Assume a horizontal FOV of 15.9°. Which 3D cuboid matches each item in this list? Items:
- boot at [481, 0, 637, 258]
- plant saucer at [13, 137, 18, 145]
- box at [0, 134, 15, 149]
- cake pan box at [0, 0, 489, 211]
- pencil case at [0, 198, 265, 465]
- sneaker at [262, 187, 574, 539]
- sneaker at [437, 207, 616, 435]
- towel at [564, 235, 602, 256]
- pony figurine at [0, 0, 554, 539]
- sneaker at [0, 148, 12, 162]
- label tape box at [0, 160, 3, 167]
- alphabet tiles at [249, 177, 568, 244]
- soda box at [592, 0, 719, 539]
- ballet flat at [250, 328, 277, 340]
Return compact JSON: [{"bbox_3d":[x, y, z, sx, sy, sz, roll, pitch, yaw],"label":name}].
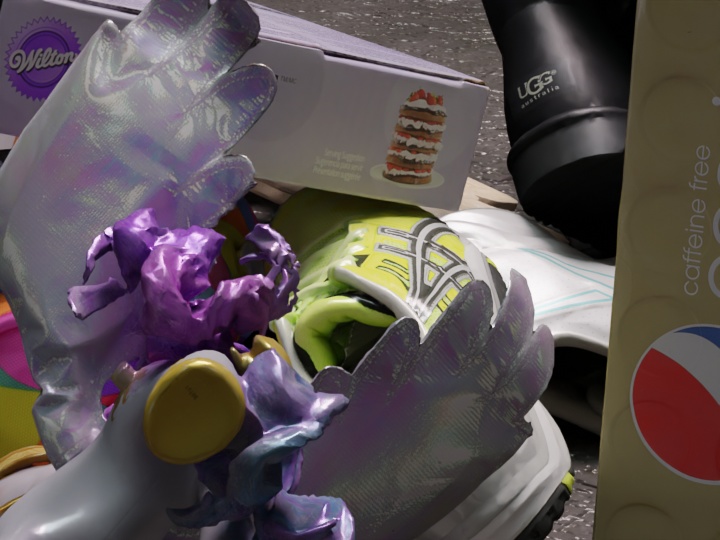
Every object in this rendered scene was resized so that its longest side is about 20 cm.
[{"bbox_3d":[0.107,-0.085,1.014,0.076,0.169,0.200,-24,-29,28],"label":"boot"},{"bbox_3d":[-0.176,-0.057,1.128,0.199,0.033,0.200,-1,18,0],"label":"plant saucer"},{"bbox_3d":[-0.241,-0.088,1.030,0.198,0.098,0.125,1,56,16],"label":"box"},{"bbox_3d":[-0.085,-0.075,0.887,0.199,0.053,0.184,8,8,-36],"label":"cake pan box"},{"bbox_3d":[-0.080,0.020,0.872,0.088,0.089,0.200,6,19,7],"label":"pencil case"},{"bbox_3d":[0.007,0.016,0.831,0.076,0.075,0.200,45,5,-32],"label":"sneaker"},{"bbox_3d":[0.106,0.027,0.939,0.199,0.071,0.080,-1,40,-26],"label":"sneaker"},{"bbox_3d":[0.160,-0.090,1.157,0.165,0.086,0.200,-22,13,14],"label":"towel"},{"bbox_3d":[-0.052,0.045,0.665,0.167,0.193,0.200,45,4,-11],"label":"pony figurine"},{"bbox_3d":[-0.181,-0.005,0.903,0.199,0.083,0.071,-16,60,-39],"label":"sneaker"},{"bbox_3d":[-0.231,-0.017,0.801,0.199,0.066,0.143,28,53,16],"label":"label tape box"},{"bbox_3d":[-0.014,-0.045,1.111,0.195,0.015,0.200,26,12,28],"label":"alphabet tiles"},{"bbox_3d":[0.116,-0.001,0.779,0.067,0.202,0.064,9,18,20],"label":"soda box"},{"bbox_3d":[0.000,0.000,0.991,0.198,0.057,0.067,4,17,-3],"label":"ballet flat"}]
